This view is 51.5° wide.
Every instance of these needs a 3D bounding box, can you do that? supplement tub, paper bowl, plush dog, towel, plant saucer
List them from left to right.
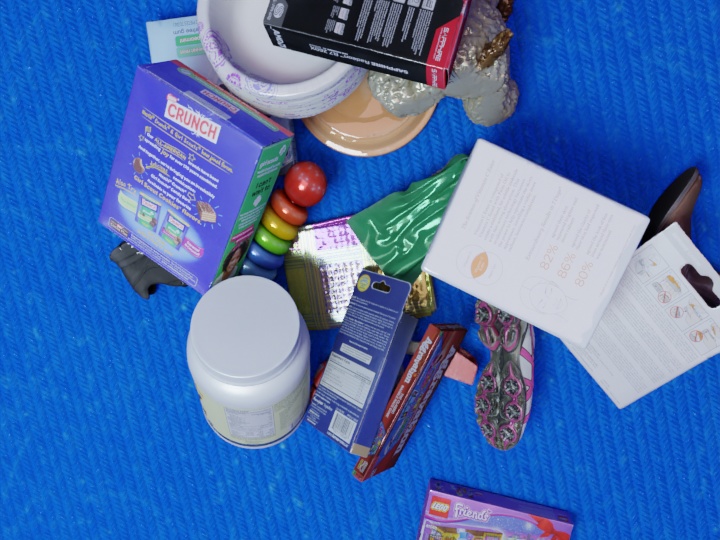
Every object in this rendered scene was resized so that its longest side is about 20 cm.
[{"bbox_3d":[-0.130,0.112,0.891,0.140,0.202,0.148,2,58,-3],"label":"supplement tub"},{"bbox_3d":[-0.078,-0.272,0.840,0.194,0.104,0.207,0,80,2],"label":"paper bowl"},{"bbox_3d":[0.000,0.000,0.971,0.194,0.023,0.148,-9,98,7],"label":"towel"},{"bbox_3d":[0.006,-0.245,0.930,0.194,0.032,0.207,1,98,5],"label":"plant saucer"},{"bbox_3d":[0.109,-0.280,0.854,0.194,0.161,0.177,0,68,-20],"label":"plush dog"}]

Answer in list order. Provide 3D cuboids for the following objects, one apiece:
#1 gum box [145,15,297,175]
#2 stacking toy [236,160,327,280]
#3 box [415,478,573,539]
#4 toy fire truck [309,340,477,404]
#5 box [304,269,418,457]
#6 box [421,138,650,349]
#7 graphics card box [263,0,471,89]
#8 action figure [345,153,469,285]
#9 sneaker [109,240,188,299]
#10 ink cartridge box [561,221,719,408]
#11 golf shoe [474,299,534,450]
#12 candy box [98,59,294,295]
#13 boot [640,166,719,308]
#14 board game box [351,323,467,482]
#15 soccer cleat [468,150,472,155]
[{"bbox_3d":[-0.171,-0.215,0.941,0.165,0.045,0.206,-6,97,5],"label":"gum box"},{"bbox_3d":[-0.109,-0.048,0.926,0.085,0.085,0.201,39,108,-2],"label":"stacking toy"},{"bbox_3d":[0.173,0.373,1.002,0.194,0.039,0.141,13,100,3],"label":"box"},{"bbox_3d":[0.041,0.142,0.974,0.195,0.049,0.144,21,99,2],"label":"toy fire truck"},{"bbox_3d":[0.004,0.106,0.900,0.032,0.120,0.205,22,86,-32],"label":"box"},{"bbox_3d":[0.186,-0.035,0.825,0.196,0.106,0.155,26,102,5],"label":"box"},{"bbox_3d":[0.012,-0.271,0.753,0.195,0.051,0.129,16,82,9],"label":"graphics card box"},{"bbox_3d":[0.092,-0.076,0.912,0.199,0.055,0.119,-39,92,14],"label":"action figure"},{"bbox_3d":[-0.225,-0.031,0.967,0.196,0.076,0.092,-24,102,17],"label":"sneaker"},{"bbox_3d":[0.344,0.054,0.904,0.162,0.050,0.199,48,120,-2],"label":"ink cartridge box"},{"bbox_3d":[0.191,0.121,0.936,0.071,0.091,0.207,5,96,39],"label":"golf shoe"},{"bbox_3d":[-0.189,-0.103,0.840,0.167,0.077,0.203,33,121,9],"label":"candy box"},{"bbox_3d":[0.438,-0.003,0.912,0.196,0.064,0.190,26,113,4],"label":"boot"},{"bbox_3d":[0.061,0.156,0.899,0.019,0.102,0.204,31,101,22],"label":"board game box"},{"bbox_3d":[0.214,-0.082,0.926,0.199,0.073,0.069,39,113,15],"label":"soccer cleat"}]
